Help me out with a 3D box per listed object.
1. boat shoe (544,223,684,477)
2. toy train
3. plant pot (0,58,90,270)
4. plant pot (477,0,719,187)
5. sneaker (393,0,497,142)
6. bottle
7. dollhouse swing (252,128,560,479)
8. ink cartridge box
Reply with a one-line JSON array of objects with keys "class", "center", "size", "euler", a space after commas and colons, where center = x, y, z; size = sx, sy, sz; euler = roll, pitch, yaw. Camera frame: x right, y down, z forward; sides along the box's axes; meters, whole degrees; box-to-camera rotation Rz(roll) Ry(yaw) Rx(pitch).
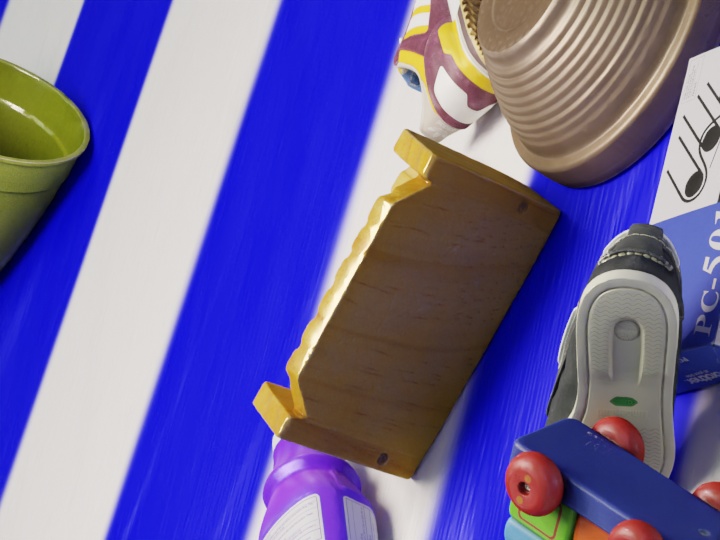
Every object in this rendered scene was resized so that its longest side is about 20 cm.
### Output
[{"class": "boat shoe", "center": [0.139, 0.067, 1.415], "size": [0.068, 0.072, 0.200], "euler": [-79, -3, -53]}, {"class": "toy train", "center": [0.155, 0.169, 1.333], "size": [0.200, 0.085, 0.116], "euler": [33, 125, 34]}, {"class": "plant pot", "center": [-0.385, -0.080, 2.498], "size": [0.201, 0.200, 0.193], "euler": [-107, 36, -56]}, {"class": "plant pot", "center": [0.139, -0.161, 1.650], "size": [0.201, 0.093, 0.201], "euler": [-43, 33, 38]}, {"class": "sneaker", "center": [0.057, -0.177, 1.843], "size": [0.090, 0.075, 0.200], "euler": [-43, 31, 27]}, {"class": "bottle", "center": [-0.028, 0.177, 1.682], "size": [0.084, 0.065, 0.200], "euler": [-49, 29, 28]}, {"class": "dollhouse swing", "center": [0.000, 0.000, 1.694], "size": [0.176, 0.182, 0.200], "euler": [37, 101, 44]}, {"class": "ink cartridge box", "center": [0.206, -0.035, 1.457], "size": [0.094, 0.044, 0.201], "euler": [-20, 50, 58]}]
